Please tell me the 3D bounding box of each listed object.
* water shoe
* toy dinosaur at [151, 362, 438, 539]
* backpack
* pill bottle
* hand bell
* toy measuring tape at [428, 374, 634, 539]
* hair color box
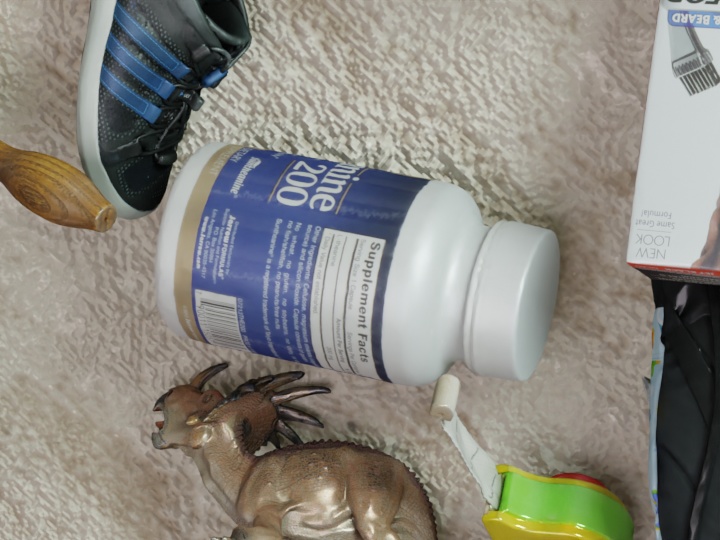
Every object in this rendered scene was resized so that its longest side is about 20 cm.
[{"bbox_3d":[-0.103,-0.117,1.276,0.079,0.071,0.200,14,114,21],"label":"water shoe"},{"bbox_3d":[-0.022,0.124,1.349,0.200,0.136,0.086,17,148,-10],"label":"toy dinosaur"},{"bbox_3d":[0.221,0.097,1.197,0.163,0.154,0.200,2,74,16],"label":"backpack"},{"bbox_3d":[0.000,0.000,1.269,0.200,0.111,0.111,11,114,18],"label":"pill bottle"},{"bbox_3d":[-0.210,-0.066,1.296,0.200,0.104,0.104,28,120,32],"label":"hand bell"},{"bbox_3d":[0.102,0.123,1.276,0.074,0.074,0.200,-6,137,24],"label":"toy measuring tape"},{"bbox_3d":[0.197,-0.092,1.134,0.111,0.064,0.200,6,85,20],"label":"hair color box"}]
